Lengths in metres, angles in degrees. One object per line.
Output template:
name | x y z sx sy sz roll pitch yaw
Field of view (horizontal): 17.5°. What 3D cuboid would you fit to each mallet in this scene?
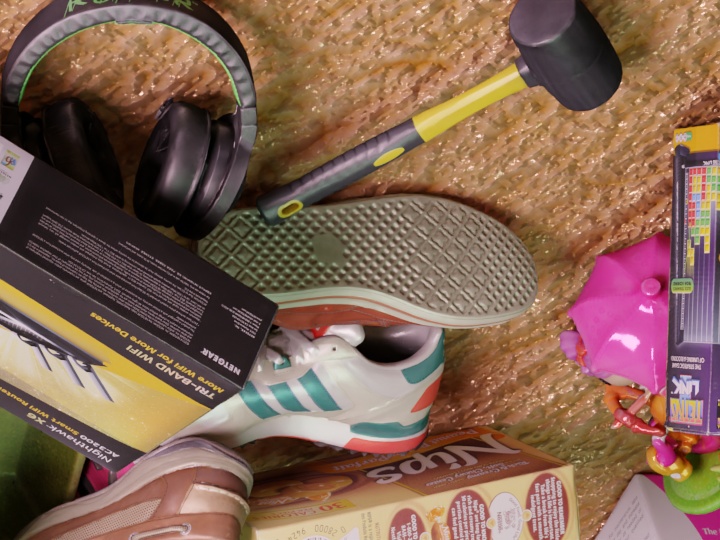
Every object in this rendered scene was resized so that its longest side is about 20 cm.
mallet | 0.032 -0.080 1.176 0.200 0.041 0.066 -23 139 8

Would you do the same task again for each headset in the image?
headset | -0.117 -0.057 1.159 0.123 0.094 0.200 0 124 -9

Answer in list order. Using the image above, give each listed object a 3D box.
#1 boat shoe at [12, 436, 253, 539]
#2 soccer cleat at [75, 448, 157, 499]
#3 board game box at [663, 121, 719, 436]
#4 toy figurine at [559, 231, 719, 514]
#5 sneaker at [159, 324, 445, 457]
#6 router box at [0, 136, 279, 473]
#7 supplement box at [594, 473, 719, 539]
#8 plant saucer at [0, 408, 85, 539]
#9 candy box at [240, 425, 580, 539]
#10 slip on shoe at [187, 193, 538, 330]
boat shoe | -0.139 0.167 1.295 0.076 0.072 0.200 29 128 -33
soccer cleat | -0.129 0.138 1.387 0.086 0.070 0.200 -23 144 -26
board game box | 0.266 0.008 1.268 0.199 0.166 0.057 2 178 -20
toy figurine | 0.190 0.054 1.356 0.184 0.150 0.200 33 147 -27
sneaker | -0.044 0.049 1.304 0.199 0.070 0.094 5 124 -22
router box | -0.162 0.011 1.127 0.200 0.052 0.157 32 149 -15
supplement box | 0.228 0.239 1.500 0.101 0.200 0.103 2 137 -20
plant saucer | -0.248 0.077 1.279 0.199 0.048 0.200 2 138 -19
candy box | 0.013 0.143 1.355 0.200 0.115 0.055 -9 102 -22
slip on shoe | 0.000 0.000 1.255 0.199 0.074 0.061 0 162 -19
